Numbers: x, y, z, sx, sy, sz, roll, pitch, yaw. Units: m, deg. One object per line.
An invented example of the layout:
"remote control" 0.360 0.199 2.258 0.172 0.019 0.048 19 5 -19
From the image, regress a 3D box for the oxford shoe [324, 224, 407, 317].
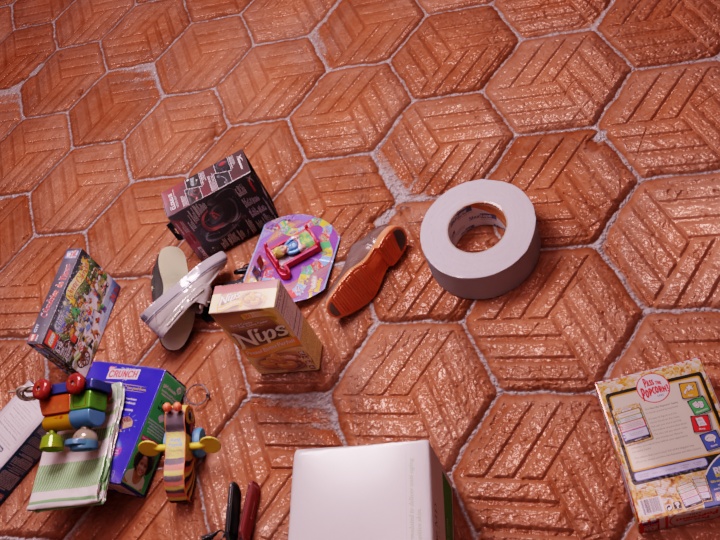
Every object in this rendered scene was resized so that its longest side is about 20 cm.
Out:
"oxford shoe" 0.000 0.000 1.360 0.200 0.072 0.072 -47 34 -19

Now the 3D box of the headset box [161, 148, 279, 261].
"headset box" -0.274 -0.116 1.485 0.197 0.149 0.076 -29 50 1

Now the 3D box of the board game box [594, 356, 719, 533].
"board game box" 0.416 0.230 1.039 0.148 0.047 0.203 -15 53 12

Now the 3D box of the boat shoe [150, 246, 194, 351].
"boat shoe" -0.355 0.059 1.458 0.072 0.063 0.205 4 62 -27

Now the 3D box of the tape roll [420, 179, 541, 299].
"tape roll" 0.202 -0.055 1.307 0.196 0.066 0.204 -11 55 15

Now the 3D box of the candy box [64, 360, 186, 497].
"candy box" -0.415 0.266 1.327 0.166 0.077 0.203 3 60 25

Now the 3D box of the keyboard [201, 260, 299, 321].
"keyboard" -0.207 0.027 1.431 0.196 0.040 0.106 -12 54 13

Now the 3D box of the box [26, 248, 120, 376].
"box" -0.536 0.081 1.463 0.037 0.137 0.203 -1 57 20

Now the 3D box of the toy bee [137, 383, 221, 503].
"toy bee" -0.299 0.265 1.256 0.129 0.109 0.202 -23 57 -5

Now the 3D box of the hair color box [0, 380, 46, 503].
"hair color box" -0.624 0.311 1.390 0.099 0.061 0.201 28 70 34

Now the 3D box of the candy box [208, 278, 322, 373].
"candy box" -0.149 0.095 1.258 0.113 0.201 0.056 -7 54 17

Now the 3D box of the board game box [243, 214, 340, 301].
"board game box" -0.126 -0.036 1.416 0.155 0.039 0.203 7 56 13

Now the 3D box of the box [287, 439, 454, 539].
"box" 0.019 0.355 1.032 0.196 0.172 0.202 -9 54 16

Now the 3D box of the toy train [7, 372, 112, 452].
"toy train" -0.502 0.242 1.263 0.196 0.085 0.118 -11 66 20

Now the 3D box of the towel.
"towel" -0.464 0.288 1.270 0.150 0.023 0.203 -12 54 18

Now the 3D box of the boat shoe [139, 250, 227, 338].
"boat shoe" -0.306 0.046 1.413 0.070 0.071 0.200 49 56 -5

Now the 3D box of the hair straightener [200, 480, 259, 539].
"hair straightener" -0.204 0.420 1.169 0.075 0.041 0.204 -5 60 19
